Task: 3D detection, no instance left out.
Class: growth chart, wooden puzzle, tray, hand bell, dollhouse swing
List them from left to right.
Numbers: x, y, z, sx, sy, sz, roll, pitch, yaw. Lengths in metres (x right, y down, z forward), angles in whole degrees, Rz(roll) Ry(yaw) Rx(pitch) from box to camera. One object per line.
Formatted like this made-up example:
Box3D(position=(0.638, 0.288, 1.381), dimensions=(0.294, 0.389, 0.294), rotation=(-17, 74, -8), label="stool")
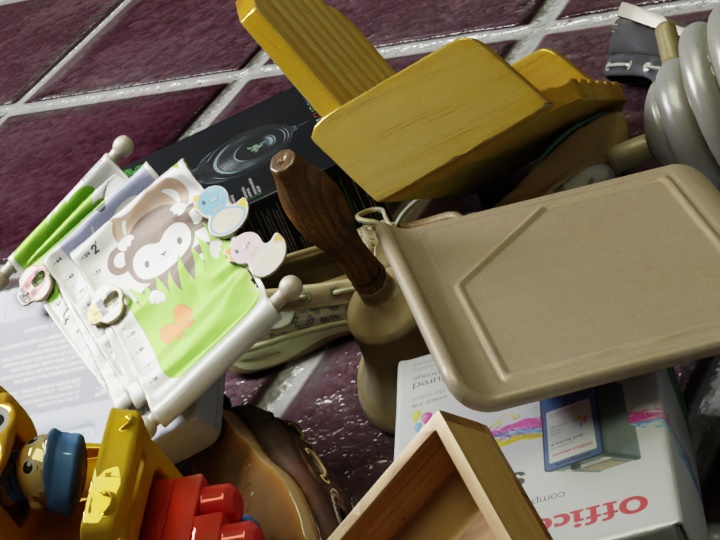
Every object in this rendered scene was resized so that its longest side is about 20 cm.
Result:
Box3D(position=(-0.125, 0.003, 1.045), dimensions=(0.145, 0.018, 0.200), rotation=(-50, 51, 1), label="growth chart")
Box3D(position=(0.000, 0.000, 1.032), dimensions=(0.103, 0.200, 0.105), rotation=(-18, 47, 20), label="hand bell")
Box3D(position=(0.005, 0.169, 0.791), dimensions=(0.200, 0.037, 0.099), rotation=(-52, 43, 22), label="tray")
Box3D(position=(0.049, -0.148, 1.209), dimensions=(0.181, 0.177, 0.200), rotation=(-29, -8, 22), label="dollhouse swing")
Box3D(position=(0.121, 0.009, 0.938), dimensions=(0.198, 0.038, 0.185), rotation=(-9, 29, -8), label="wooden puzzle")

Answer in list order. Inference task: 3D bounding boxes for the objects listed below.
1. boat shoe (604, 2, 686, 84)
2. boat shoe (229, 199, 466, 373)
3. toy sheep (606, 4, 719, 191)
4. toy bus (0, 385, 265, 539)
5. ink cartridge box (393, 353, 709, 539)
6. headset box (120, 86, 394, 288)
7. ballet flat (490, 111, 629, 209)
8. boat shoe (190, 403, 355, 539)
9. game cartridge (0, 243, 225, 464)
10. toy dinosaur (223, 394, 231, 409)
Box3D(position=(0.241, -0.135, 1.283), dimensions=(0.200, 0.072, 0.063), rotation=(41, 111, 55), label="boat shoe")
Box3D(position=(-0.011, 0.004, 1.206), dimensions=(0.199, 0.063, 0.073), rotation=(-25, 26, -3), label="boat shoe")
Box3D(position=(0.247, -0.109, 1.136), dimensions=(0.199, 0.138, 0.138), rotation=(-27, 23, 27), label="toy sheep")
Box3D(position=(-0.142, 0.134, 0.920), dimensions=(0.190, 0.201, 0.136), rotation=(-12, 41, 21), label="toy bus")
Box3D(position=(0.095, 0.113, 0.905), dimensions=(0.144, 0.088, 0.201), rotation=(-16, 30, 13), label="ink cartridge box")
Box3D(position=(-0.088, -0.038, 1.309), dimensions=(0.199, 0.093, 0.174), rotation=(-25, 27, -1), label="headset box")
Box3D(position=(0.119, -0.028, 1.177), dimensions=(0.200, 0.069, 0.063), rotation=(-39, 52, -17), label="ballet flat")
Box3D(position=(-0.034, 0.133, 0.993), dimensions=(0.070, 0.071, 0.200), rotation=(10, 23, -25), label="boat shoe")
Box3D(position=(-0.164, 0.065, 1.073), dimensions=(0.198, 0.041, 0.134), rotation=(-12, 65, 29), label="game cartridge")
Box3D(position=(-0.161, 0.097, 1.139), dimensions=(0.135, 0.102, 0.201), rotation=(-38, 48, 7), label="toy dinosaur")
